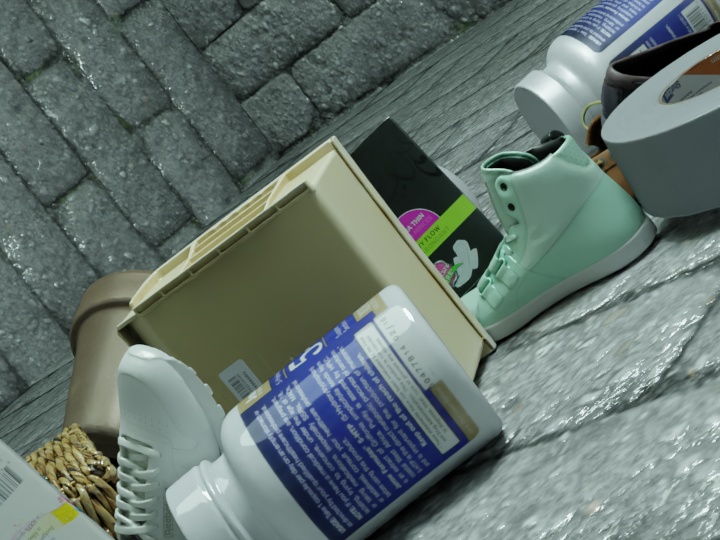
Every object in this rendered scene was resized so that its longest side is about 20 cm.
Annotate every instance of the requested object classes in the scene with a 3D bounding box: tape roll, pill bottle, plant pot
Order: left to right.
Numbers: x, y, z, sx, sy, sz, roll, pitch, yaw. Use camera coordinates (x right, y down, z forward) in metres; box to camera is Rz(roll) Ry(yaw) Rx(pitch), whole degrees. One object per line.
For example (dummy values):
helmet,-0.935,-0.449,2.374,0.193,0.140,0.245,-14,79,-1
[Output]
plant pot,-0.222,0.128,1.616,0.200,0.200,0.175,-30,29,42
pill bottle,-0.020,0.114,1.021,0.199,0.120,0.120,-38,9,1
pill bottle,0.249,-0.199,1.520,0.200,0.116,0.116,-39,9,-9
tape roll,0.272,-0.119,1.131,0.199,0.066,0.200,-31,13,8

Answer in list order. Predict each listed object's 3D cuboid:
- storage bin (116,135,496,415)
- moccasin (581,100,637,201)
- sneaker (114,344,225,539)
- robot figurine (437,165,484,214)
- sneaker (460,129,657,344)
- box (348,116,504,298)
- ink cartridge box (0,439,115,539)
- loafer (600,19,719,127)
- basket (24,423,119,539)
storage bin,-0.041,0.048,1.179,0.198,0.200,0.094,-35,12,21
moccasin,0.215,-0.105,1.309,0.201,0.078,0.074,-43,7,-29
sneaker,-0.131,0.143,1.078,0.076,0.201,0.080,18,42,42
robot figurine,0.021,-0.013,1.461,0.199,0.151,0.125,-32,-1,21
sneaker,0.111,-0.026,1.202,0.200,0.118,0.074,-34,11,33
box,0.000,0.000,1.319,0.200,0.149,0.124,-45,1,-3
ink cartridge box,-0.240,0.219,1.158,0.116,0.200,0.067,-49,-7,-11
loafer,0.278,-0.164,1.255,0.199,0.063,0.072,-25,42,-11
basket,-0.245,0.222,1.299,0.149,0.143,0.200,-39,9,-10
